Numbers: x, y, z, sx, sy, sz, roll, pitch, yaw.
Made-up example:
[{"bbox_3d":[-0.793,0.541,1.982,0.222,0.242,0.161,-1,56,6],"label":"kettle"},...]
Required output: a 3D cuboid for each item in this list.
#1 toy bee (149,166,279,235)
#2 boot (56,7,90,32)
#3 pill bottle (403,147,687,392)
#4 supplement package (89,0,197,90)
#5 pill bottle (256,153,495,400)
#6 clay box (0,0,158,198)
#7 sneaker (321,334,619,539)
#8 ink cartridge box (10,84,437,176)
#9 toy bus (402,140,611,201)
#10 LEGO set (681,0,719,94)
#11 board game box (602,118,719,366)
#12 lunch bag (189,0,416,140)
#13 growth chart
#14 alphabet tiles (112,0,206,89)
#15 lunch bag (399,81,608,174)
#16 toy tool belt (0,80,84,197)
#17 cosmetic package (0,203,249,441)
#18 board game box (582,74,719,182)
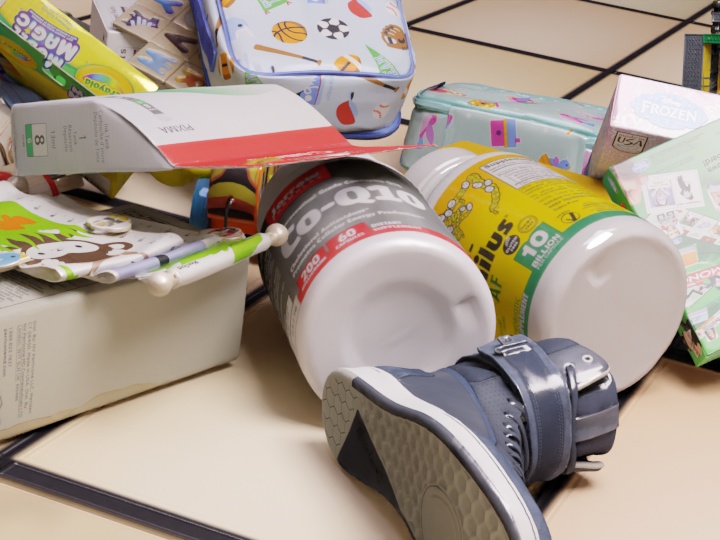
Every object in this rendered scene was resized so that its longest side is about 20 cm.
[{"bbox_3d":[-0.073,-0.060,1.189,0.130,0.110,0.200,3,20,-19],"label":"toy bee"},{"bbox_3d":[-0.166,-0.169,1.498,0.198,0.073,0.182,15,8,3],"label":"boot"},{"bbox_3d":[0.103,-0.009,1.107,0.112,0.114,0.200,-4,23,-30],"label":"pill bottle"},{"bbox_3d":[-0.116,-0.147,1.403,0.198,0.115,0.110,3,21,-16],"label":"supplement package"},{"bbox_3d":[0.000,0.000,1.037,0.113,0.115,0.200,2,21,-15],"label":"pill bottle"},{"bbox_3d":[-0.197,-0.122,1.193,0.115,0.048,0.200,37,-16,-2],"label":"clay box"},{"bbox_3d":[0.083,0.091,0.872,0.145,0.078,0.202,-4,21,-22],"label":"sneaker"},{"bbox_3d":[-0.080,-0.085,1.024,0.199,0.051,0.160,-1,7,38],"label":"ink cartridge box"},{"bbox_3d":[0.106,-0.037,1.237,0.199,0.079,0.065,19,22,28],"label":"toy bus"},{"bbox_3d":[0.335,-0.116,1.416,0.115,0.202,0.153,-4,2,-34],"label":"LEGO set"},{"bbox_3d":[0.270,-0.041,1.108,0.198,0.136,0.029,-23,-13,-10],"label":"board game box"},{"bbox_3d":[-0.051,-0.182,1.295,0.159,0.076,0.201,-2,46,-16],"label":"lunch bag"},{"bbox_3d":[-0.157,-0.019,0.956,0.198,0.018,0.145,12,19,21],"label":"growth chart"},{"bbox_3d":[-0.079,-0.166,1.326,0.199,0.006,0.167,28,43,11],"label":"alphabet tiles"},{"bbox_3d":[0.135,-0.104,1.428,0.198,0.078,0.160,14,16,15],"label":"lunch bag"},{"bbox_3d":[-0.248,-0.083,1.164,0.199,0.126,0.123,21,32,31],"label":"toy tool belt"},{"bbox_3d":[-0.165,0.024,0.967,0.103,0.074,0.199,21,23,35],"label":"cosmetic package"},{"bbox_3d":[0.260,-0.059,1.235,0.198,0.044,0.199,12,-19,3],"label":"board game box"}]
